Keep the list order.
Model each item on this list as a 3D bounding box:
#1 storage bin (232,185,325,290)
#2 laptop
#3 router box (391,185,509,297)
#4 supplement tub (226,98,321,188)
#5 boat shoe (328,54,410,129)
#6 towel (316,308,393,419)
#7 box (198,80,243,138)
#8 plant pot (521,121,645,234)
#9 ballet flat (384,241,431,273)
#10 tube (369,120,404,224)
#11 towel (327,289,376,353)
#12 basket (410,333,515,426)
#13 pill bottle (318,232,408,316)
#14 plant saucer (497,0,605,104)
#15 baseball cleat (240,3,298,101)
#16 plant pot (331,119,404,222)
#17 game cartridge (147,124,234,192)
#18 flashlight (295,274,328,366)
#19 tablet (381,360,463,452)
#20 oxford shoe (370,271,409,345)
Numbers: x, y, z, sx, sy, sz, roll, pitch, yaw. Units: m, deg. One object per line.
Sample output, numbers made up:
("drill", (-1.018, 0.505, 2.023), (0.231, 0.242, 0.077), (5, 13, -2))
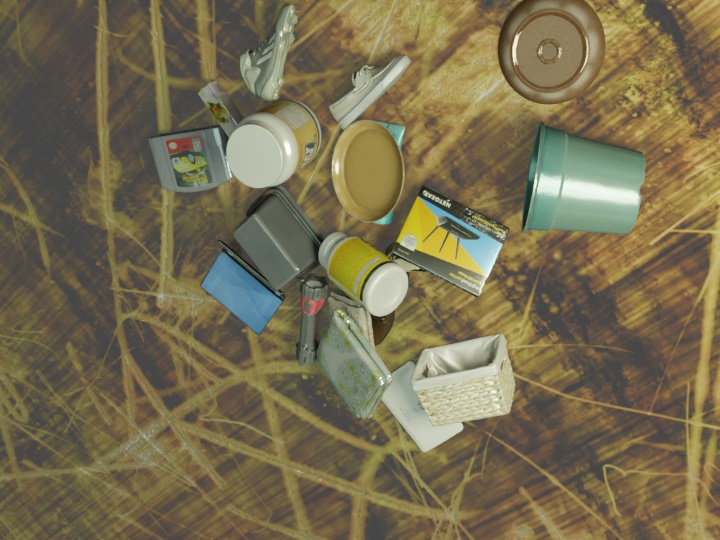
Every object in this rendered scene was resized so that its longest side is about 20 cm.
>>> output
("storage bin", (-0.187, -0.057, 1.799), (0.144, 0.134, 0.201), (-35, 96, 28))
("laptop", (-0.273, 0.043, 1.886), (0.186, 0.200, 0.117), (39, 85, 1))
("router box", (0.181, -0.058, 1.672), (0.196, 0.051, 0.152), (26, 87, 7))
("supplement tub", (-0.174, -0.255, 1.673), (0.141, 0.200, 0.148), (7, 115, 17))
("boat shoe", (0.012, -0.367, 1.637), (0.199, 0.071, 0.070), (-38, 95, 34))
("towel", (-0.016, 0.205, 1.810), (0.201, 0.048, 0.173), (52, 142, 20))
("box", (-0.270, -0.310, 1.777), (0.038, 0.042, 0.202), (-31, 99, 28))
("plant pot", (0.406, -0.154, 1.518), (0.191, 0.201, 0.205), (10, 115, 7))
("ballet flat", (0.142, -0.021, 1.732), (0.195, 0.071, 0.073), (5, 114, 18))
("tube", (0.048, -0.199, 1.705), (0.076, 0.050, 0.205), (12, 111, 20))
("towel", (-0.016, 0.148, 1.841), (0.131, 0.034, 0.205), (18, 124, 51))
("basket", (0.224, 0.236, 1.772), (0.196, 0.136, 0.126), (-14, 111, 24))
("pill bottle", (0.000, 0.000, 1.726), (0.199, 0.110, 0.115), (37, 126, 42))
("plant saucer", (0.345, -0.402, 1.517), (0.195, 0.037, 0.206), (7, 113, 17))
("baseball cleat", (-0.191, -0.445, 1.676), (0.104, 0.070, 0.204), (22, 116, 10))
("plant pot", (0.019, -0.201, 1.686), (0.197, 0.027, 0.206), (9, 103, 42))
("game cartridge", (-0.372, -0.244, 1.846), (0.195, 0.041, 0.136), (-5, 113, 22))
("flashlight", (-0.112, 0.113, 1.884), (0.066, 0.068, 0.204), (-5, 121, -20))
("tablet", (0.131, 0.314, 1.904), (0.129, 0.014, 0.201), (-36, 97, 28))
("oxford shoe", (0.042, 0.086, 1.803), (0.071, 0.085, 0.204), (22, 119, 8))
